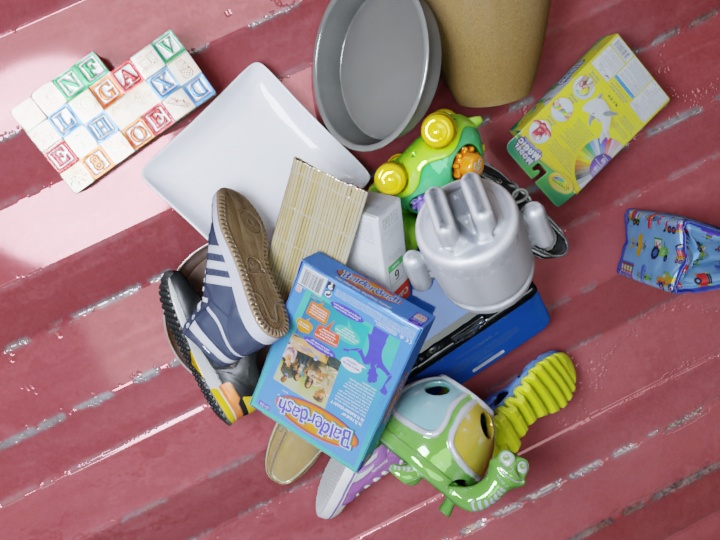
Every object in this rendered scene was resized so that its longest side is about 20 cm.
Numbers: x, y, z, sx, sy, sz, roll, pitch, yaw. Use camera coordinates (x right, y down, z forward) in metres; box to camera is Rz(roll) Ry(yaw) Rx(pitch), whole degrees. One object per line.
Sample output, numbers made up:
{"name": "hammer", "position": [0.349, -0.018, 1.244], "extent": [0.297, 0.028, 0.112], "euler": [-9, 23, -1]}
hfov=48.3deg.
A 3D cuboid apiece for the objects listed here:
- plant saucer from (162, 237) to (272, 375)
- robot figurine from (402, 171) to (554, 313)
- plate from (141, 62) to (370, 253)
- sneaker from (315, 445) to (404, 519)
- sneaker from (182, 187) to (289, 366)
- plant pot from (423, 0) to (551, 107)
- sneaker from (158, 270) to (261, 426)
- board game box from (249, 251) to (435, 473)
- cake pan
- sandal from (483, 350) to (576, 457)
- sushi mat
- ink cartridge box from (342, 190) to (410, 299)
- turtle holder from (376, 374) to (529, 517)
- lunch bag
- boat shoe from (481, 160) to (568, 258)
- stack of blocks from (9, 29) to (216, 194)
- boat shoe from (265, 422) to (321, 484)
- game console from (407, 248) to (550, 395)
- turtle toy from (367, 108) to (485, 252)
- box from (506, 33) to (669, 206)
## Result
{"name": "plant saucer", "position": [-0.144, 0.052, 1.007], "extent": [0.200, 0.034, 0.201], "euler": [-2, 99, -10]}
{"name": "robot figurine", "position": [0.129, -0.024, 0.892], "extent": [0.169, 0.113, 0.200], "euler": [-18, 147, 13]}
{"name": "plate", "position": [-0.123, -0.112, 0.965], "extent": [0.200, 0.032, 0.200], "euler": [45, 80, -8]}
{"name": "sneaker", "position": [0.029, 0.253, 1.053], "extent": [0.114, 0.073, 0.201], "euler": [31, 94, -16]}
{"name": "sneaker", "position": [-0.153, 0.010, 0.900], "extent": [0.108, 0.200, 0.070], "euler": [-37, 148, 30]}
{"name": "plant pot", "position": [0.142, -0.299, 0.933], "extent": [0.186, 0.186, 0.200], "euler": [-15, 116, -7]}
{"name": "sneaker", "position": [-0.168, 0.081, 0.965], "extent": [0.090, 0.070, 0.200], "euler": [-27, 102, -22]}
{"name": "board game box", "position": [-0.025, 0.102, 0.887], "extent": [0.152, 0.045, 0.200], "euler": [30, 115, 15]}
{"name": "cake pan", "position": [0.018, -0.236, 0.916], "extent": [0.037, 0.200, 0.201], "euler": [-5, 102, -40]}
{"name": "sandal", "position": [0.203, 0.172, 1.063], "extent": [0.200, 0.087, 0.080], "euler": [-34, 107, -24]}
{"name": "sushi mat", "position": [-0.060, -0.018, 0.899], "extent": [0.096, 0.012, 0.200], "euler": [25, 115, 15]}
{"name": "ink cartridge box", "position": [0.000, 0.000, 0.950], "extent": [0.050, 0.109, 0.200], "euler": [-43, 137, -39]}
{"name": "turtle holder", "position": [0.096, 0.200, 0.941], "extent": [0.141, 0.185, 0.132], "euler": [41, 81, -14]}
{"name": "lunch bag", "position": [0.462, -0.020, 1.035], "extent": [0.200, 0.151, 0.094], "euler": [4, 99, -10]}
{"name": "boat shoe", "position": [0.181, -0.078, 1.020], "extent": [0.199, 0.068, 0.074], "euler": [41, 91, -13]}
{"name": "stack of blocks", "position": [-0.280, -0.194, 0.928], "extent": [0.200, 0.059, 0.115], "euler": [-36, 103, -2]}
{"name": "boat shoe", "position": [-0.060, 0.191, 1.023], "extent": [0.072, 0.076, 0.200], "euler": [27, 95, -13]}
{"name": "game console", "position": [0.120, 0.050, 1.033], "extent": [0.200, 0.118, 0.171], "euler": [-34, 145, 5]}
{"name": "turtle toy", "position": [0.076, -0.104, 0.952], "extent": [0.101, 0.146, 0.200], "euler": [44, 107, -3]}
{"name": "box", "position": [0.284, -0.189, 1.031], "extent": [0.200, 0.048, 0.117], "euler": [-45, 104, -2]}
